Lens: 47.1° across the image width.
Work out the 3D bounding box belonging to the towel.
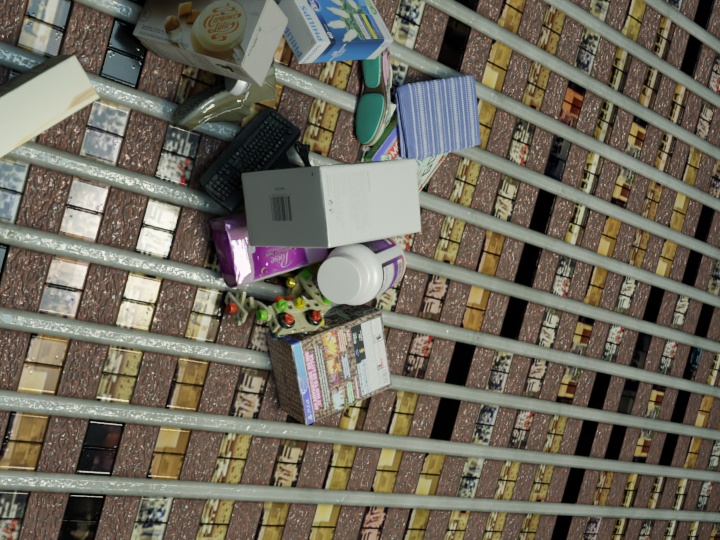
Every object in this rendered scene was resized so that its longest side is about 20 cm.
[{"bbox_3d":[0.152,-0.298,1.608,0.200,0.024,0.145,-16,106,-34],"label":"towel"}]

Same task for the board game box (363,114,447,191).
[{"bbox_3d":[0.109,-0.249,1.614,0.135,0.029,0.200,45,73,-34],"label":"board game box"}]

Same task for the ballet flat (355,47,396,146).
[{"bbox_3d":[0.034,-0.332,1.529,0.071,0.069,0.201,-12,107,-52],"label":"ballet flat"}]

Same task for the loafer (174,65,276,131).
[{"bbox_3d":[-0.212,-0.272,1.355,0.200,0.075,0.070,-34,120,-26],"label":"loafer"}]

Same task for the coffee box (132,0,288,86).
[{"bbox_3d":[-0.226,-0.367,1.245,0.115,0.199,0.080,-68,160,-4],"label":"coffee box"}]

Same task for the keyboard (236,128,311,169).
[{"bbox_3d":[-0.130,-0.159,1.418,0.127,0.021,0.201,-14,80,-26],"label":"keyboard"}]

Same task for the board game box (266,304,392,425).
[{"bbox_3d":[-0.056,0.168,1.542,0.200,0.097,0.160,-19,110,-31],"label":"board game box"}]

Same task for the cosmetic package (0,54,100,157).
[{"bbox_3d":[-0.481,-0.224,1.160,0.200,0.105,0.071,-38,120,-21],"label":"cosmetic package"}]

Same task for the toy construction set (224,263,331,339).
[{"bbox_3d":[-0.134,0.057,1.453,0.199,0.131,0.092,-13,151,-32],"label":"toy construction set"}]

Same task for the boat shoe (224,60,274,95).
[{"bbox_3d":[-0.168,-0.354,1.336,0.066,0.070,0.201,25,50,-28],"label":"boat shoe"}]

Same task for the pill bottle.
[{"bbox_3d":[0.000,0.000,1.485,0.200,0.111,0.112,-24,117,-66],"label":"pill bottle"}]

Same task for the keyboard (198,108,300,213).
[{"bbox_3d":[-0.164,-0.173,1.376,0.127,0.021,0.200,39,65,-5],"label":"keyboard"}]

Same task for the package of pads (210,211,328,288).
[{"bbox_3d":[-0.154,-0.052,1.440,0.200,0.076,0.121,-18,105,-32],"label":"package of pads"}]

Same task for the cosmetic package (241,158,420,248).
[{"bbox_3d":[-0.045,-0.106,1.299,0.200,0.199,0.123,-13,101,-41],"label":"cosmetic package"}]

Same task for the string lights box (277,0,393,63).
[{"bbox_3d":[-0.045,-0.412,1.399,0.200,0.059,0.103,-20,79,-47],"label":"string lights box"}]
